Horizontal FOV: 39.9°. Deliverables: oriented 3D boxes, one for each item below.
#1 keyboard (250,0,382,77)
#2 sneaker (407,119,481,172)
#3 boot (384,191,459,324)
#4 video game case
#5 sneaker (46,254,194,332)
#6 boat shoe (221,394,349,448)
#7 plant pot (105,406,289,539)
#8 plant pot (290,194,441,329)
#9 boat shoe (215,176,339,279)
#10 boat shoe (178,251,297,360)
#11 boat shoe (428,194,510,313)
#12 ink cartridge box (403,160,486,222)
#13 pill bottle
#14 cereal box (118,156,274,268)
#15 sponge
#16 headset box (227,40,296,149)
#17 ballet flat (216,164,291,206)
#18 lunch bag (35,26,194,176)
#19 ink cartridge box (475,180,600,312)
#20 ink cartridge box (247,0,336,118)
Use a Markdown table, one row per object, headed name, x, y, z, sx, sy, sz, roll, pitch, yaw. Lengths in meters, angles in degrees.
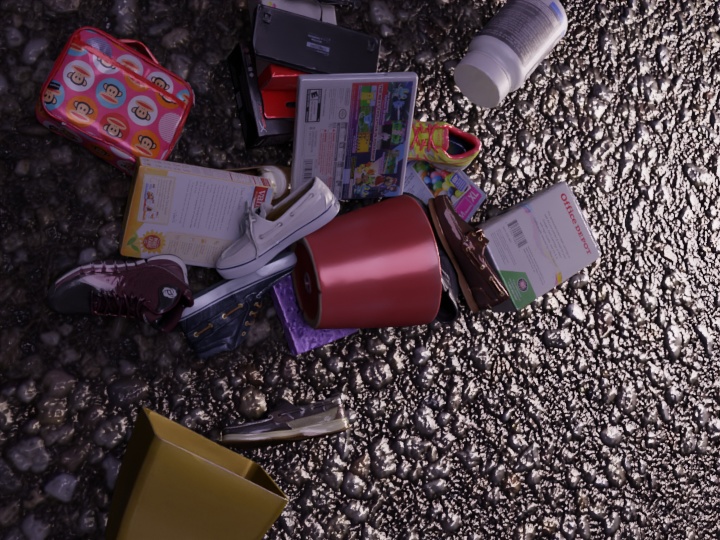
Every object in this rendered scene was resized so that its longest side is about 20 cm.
| name | x | y | z | sx | sy | sz | roll | pitch | yaw |
| --- | --- | --- | --- | --- | --- | --- | --- | --- | --- |
| keyboard | -0.061 | -0.344 | 1.432 | 0.198 | 0.021 | 0.129 | 11 | 84 | -25 |
| sneaker | 0.101 | -0.208 | 1.560 | 0.198 | 0.090 | 0.079 | 4 | 82 | -22 |
| boot | 0.101 | -0.024 | 1.545 | 0.069 | 0.132 | 0.201 | -33 | 103 | 18 |
| video game case | -0.012 | -0.198 | 1.482 | 0.180 | 0.023 | 0.202 | -5 | 124 | -18 |
| sneaker | -0.322 | 0.043 | 1.366 | 0.198 | 0.076 | 0.116 | -14 | 47 | -22 |
| boat shoe | -0.114 | 0.223 | 1.472 | 0.198 | 0.073 | 0.066 | -3 | 73 | -27 |
| plant pot | -0.240 | 0.323 | 1.343 | 0.199 | 0.200 | 0.178 | 29 | 85 | -17 |
| plant pot | 0.000 | 0.000 | 1.457 | 0.175 | 0.200 | 0.203 | -11 | 88 | -18 |
| boat shoe | -0.133 | -0.069 | 1.394 | 0.201 | 0.075 | 0.086 | -30 | 122 | 12 |
| boat shoe | -0.169 | 0.050 | 1.448 | 0.199 | 0.071 | 0.092 | -27 | 101 | 1 |
| boat shoe | 0.173 | -0.033 | 1.571 | 0.070 | 0.070 | 0.202 | -22 | 104 | 20 |
| ink cartridge box | 0.102 | -0.144 | 1.623 | 0.200 | 0.042 | 0.120 | 42 | 69 | -12 |
| pill bottle | 0.251 | -0.374 | 1.674 | 0.114 | 0.114 | 0.200 | 46 | 69 | -12 |
| cereal box | -0.236 | -0.078 | 1.428 | 0.198 | 0.040 | 0.145 | 8 | 117 | -23 |
| sponge | -0.087 | 0.019 | 1.525 | 0.111 | 0.030 | 0.202 | -20 | 91 | -25 |
| headset box | -0.090 | -0.279 | 1.535 | 0.198 | 0.075 | 0.150 | -10 | 86 | -24 |
| ballet flat | -0.172 | -0.130 | 1.483 | 0.198 | 0.072 | 0.069 | -3 | 81 | -24 |
| lunch bag | -0.345 | -0.249 | 1.423 | 0.199 | 0.082 | 0.178 | 28 | 69 | -19 |
| ink cartridge box | 0.284 | -0.039 | 1.661 | 0.199 | 0.087 | 0.146 | -30 | 96 | -22 |
| ink cartridge box | -0.094 | -0.332 | 1.463 | 0.115 | 0.067 | 0.203 | -6 | 84 | -23 |
